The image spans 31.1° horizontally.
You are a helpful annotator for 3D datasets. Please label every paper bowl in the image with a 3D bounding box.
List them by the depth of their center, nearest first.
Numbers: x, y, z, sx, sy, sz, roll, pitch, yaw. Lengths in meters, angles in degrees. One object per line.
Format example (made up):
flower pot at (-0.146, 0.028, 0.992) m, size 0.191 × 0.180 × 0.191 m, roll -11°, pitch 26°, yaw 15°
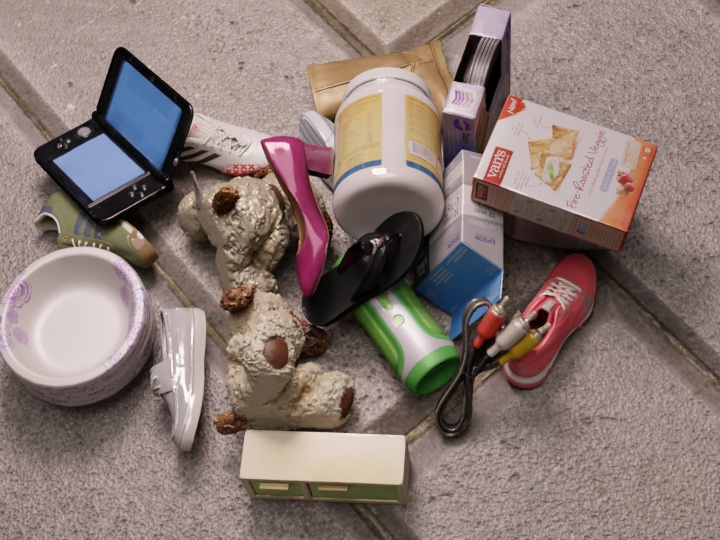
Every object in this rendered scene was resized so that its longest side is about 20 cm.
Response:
paper bowl at (-0.364, 0.079, 1.684) m, size 0.198 × 0.105 × 0.203 m, roll -3°, pitch 62°, yaw 5°

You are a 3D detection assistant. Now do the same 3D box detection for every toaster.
toaster at (0.256, -0.106, 1.699) m, size 0.198 × 0.130 × 0.115 m, roll 9°, pitch 62°, yaw 11°

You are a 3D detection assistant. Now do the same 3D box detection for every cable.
cable at (0.139, 0.115, 1.572) m, size 0.097 × 0.050 × 0.201 m, roll 32°, pitch 103°, yaw -13°

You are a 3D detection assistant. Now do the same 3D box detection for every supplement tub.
supplement tub at (0.035, -0.149, 1.680) m, size 0.143 × 0.145 × 0.202 m, roll -3°, pitch 54°, yaw 5°

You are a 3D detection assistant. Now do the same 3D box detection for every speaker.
speaker at (0.043, 0.061, 1.656) m, size 0.088 × 0.089 × 0.201 m, roll -31°, pitch 63°, yaw -11°

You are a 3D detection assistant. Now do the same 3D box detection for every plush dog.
plush dog at (-0.115, 0.108, 1.622) m, size 0.159 × 0.200 × 0.173 m, roll -26°, pitch 47°, yaw 27°
plush dog at (-0.128, -0.077, 1.724) m, size 0.171 × 0.161 × 0.201 m, roll -20°, pitch 58°, yaw -31°

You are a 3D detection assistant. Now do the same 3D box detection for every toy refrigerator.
toy refrigerator at (-0.042, 0.243, 1.576) m, size 0.197 × 0.076 × 0.071 m, roll 2°, pitch 62°, yaw 7°

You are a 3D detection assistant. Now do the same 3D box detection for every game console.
game console at (-0.342, -0.186, 1.772) m, size 0.175 × 0.117 × 0.200 m, roll -32°, pitch 52°, yaw -24°

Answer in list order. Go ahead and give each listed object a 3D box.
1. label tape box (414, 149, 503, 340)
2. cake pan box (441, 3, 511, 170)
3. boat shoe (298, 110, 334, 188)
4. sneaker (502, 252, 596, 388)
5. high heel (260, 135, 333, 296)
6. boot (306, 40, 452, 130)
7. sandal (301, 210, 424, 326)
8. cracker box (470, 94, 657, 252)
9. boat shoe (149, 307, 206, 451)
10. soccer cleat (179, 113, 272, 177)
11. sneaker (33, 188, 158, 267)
label tape box at (0.124, -0.030, 1.660) m, size 0.065 × 0.143 × 0.202 m, roll 15°, pitch 60°, yaw -18°
cake pan box at (0.157, -0.226, 1.735) m, size 0.052 × 0.201 × 0.186 m, roll 12°, pitch 61°, yaw 12°
boat shoe at (-0.014, -0.145, 1.795) m, size 0.062 × 0.072 × 0.201 m, roll -25°, pitch 68°, yaw -27°
sneaker at (0.248, 0.053, 1.638) m, size 0.073 × 0.087 × 0.201 m, roll 25°, pitch 67°, yaw 17°
high heel at (-0.089, -0.069, 1.635) m, size 0.095 × 0.067 × 0.202 m, roll 7°, pitch 74°, yaw -14°
boot at (0.033, -0.242, 1.839) m, size 0.198 × 0.066 × 0.176 m, roll -12°, pitch 49°, yaw -1°
sandal at (0.000, 0.001, 1.613) m, size 0.200 × 0.048 × 0.076 m, roll -41°, pitch 63°, yaw 20°
cracker box at (0.250, -0.121, 1.596) m, size 0.198 × 0.058 × 0.135 m, roll 20°, pitch 64°, yaw 11°
boat shoe at (-0.235, 0.134, 1.648) m, size 0.068 × 0.072 × 0.202 m, roll 7°, pitch 61°, yaw -13°
soccer cleat at (-0.207, -0.182, 1.818) m, size 0.198 × 0.085 × 0.069 m, roll 9°, pitch 63°, yaw 11°
sneaker at (-0.370, -0.043, 1.775) m, size 0.200 × 0.067 × 0.090 m, roll 36°, pitch 71°, yaw 29°
